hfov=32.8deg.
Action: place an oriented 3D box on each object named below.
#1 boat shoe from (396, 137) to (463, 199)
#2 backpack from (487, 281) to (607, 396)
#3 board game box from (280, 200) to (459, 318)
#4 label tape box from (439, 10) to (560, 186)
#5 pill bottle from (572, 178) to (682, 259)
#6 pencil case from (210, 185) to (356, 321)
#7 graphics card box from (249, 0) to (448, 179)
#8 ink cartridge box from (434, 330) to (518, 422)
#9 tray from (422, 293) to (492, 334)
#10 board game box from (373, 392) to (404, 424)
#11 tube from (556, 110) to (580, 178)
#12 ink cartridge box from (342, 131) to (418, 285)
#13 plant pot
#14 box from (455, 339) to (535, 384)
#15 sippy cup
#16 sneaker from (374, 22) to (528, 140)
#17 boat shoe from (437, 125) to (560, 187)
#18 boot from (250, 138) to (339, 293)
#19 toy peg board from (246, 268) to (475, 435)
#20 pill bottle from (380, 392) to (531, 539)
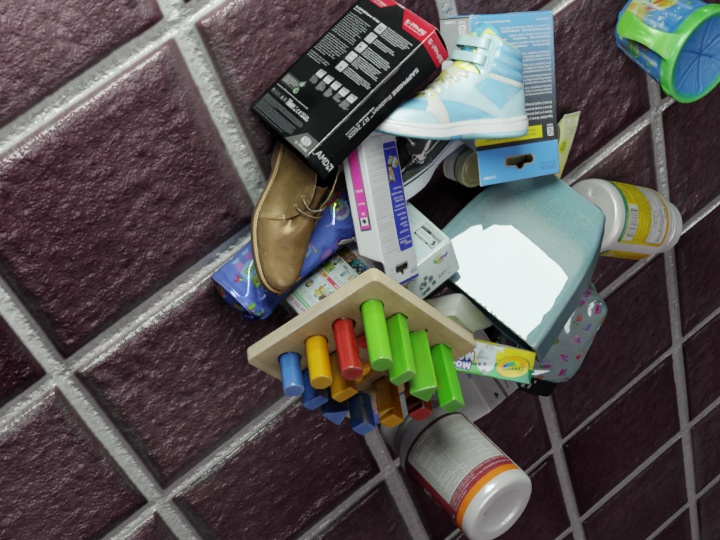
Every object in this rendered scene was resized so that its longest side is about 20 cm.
[{"bbox_3d":[0.069,-0.160,1.522,0.200,0.072,0.071,-45,135,-20],"label":"boat shoe"},{"bbox_3d":[0.283,0.089,1.872,0.166,0.126,0.201,15,108,-44],"label":"backpack"},{"bbox_3d":[0.000,0.000,1.520,0.199,0.148,0.064,-38,142,-11],"label":"board game box"},{"bbox_3d":[0.172,-0.213,1.504,0.143,0.063,0.202,-11,103,-36],"label":"label tape box"},{"bbox_3d":[0.401,-0.075,1.853,0.199,0.113,0.114,4,119,-44],"label":"pill bottle"},{"bbox_3d":[-0.083,-0.023,1.474,0.200,0.087,0.078,-41,166,-7],"label":"pencil case"},{"bbox_3d":[-0.013,-0.209,1.349,0.200,0.125,0.051,-45,141,-5],"label":"graphics card box"},{"bbox_3d":[0.157,0.145,1.747,0.066,0.116,0.200,-34,174,22],"label":"ink cartridge box"},{"bbox_3d":[0.068,0.076,1.642,0.198,0.022,0.107,-12,149,27],"label":"tray"},{"bbox_3d":[0.020,0.157,1.679,0.199,0.134,0.045,21,107,-49],"label":"board game box"},{"bbox_3d":[0.260,-0.131,1.726,0.051,0.058,0.202,14,111,-20],"label":"tube"},{"bbox_3d":[0.022,-0.082,1.414,0.095,0.037,0.202,-24,103,-63],"label":"ink cartridge box"},{"bbox_3d":[0.223,-0.022,1.628,0.200,0.195,0.196,-50,166,0],"label":"plant pot"},{"bbox_3d":[0.112,0.104,1.564,0.198,0.117,0.049,13,88,-9],"label":"box"},{"bbox_3d":[0.420,-0.316,1.654,0.140,0.130,0.178,-44,141,-5],"label":"sippy cup"},{"bbox_3d":[0.100,-0.215,1.387,0.198,0.079,0.132,-4,102,-25],"label":"sneaker"},{"bbox_3d":[0.181,-0.167,1.609,0.199,0.068,0.075,-19,124,-38],"label":"boat shoe"},{"bbox_3d":[-0.072,-0.071,1.391,0.073,0.075,0.202,11,90,-39],"label":"boot"},{"bbox_3d":[0.008,0.122,1.416,0.198,0.099,0.199,-33,136,25],"label":"toy peg board"},{"bbox_3d":[0.119,0.246,1.577,0.109,0.200,0.110,-24,135,-26],"label":"pill bottle"}]
